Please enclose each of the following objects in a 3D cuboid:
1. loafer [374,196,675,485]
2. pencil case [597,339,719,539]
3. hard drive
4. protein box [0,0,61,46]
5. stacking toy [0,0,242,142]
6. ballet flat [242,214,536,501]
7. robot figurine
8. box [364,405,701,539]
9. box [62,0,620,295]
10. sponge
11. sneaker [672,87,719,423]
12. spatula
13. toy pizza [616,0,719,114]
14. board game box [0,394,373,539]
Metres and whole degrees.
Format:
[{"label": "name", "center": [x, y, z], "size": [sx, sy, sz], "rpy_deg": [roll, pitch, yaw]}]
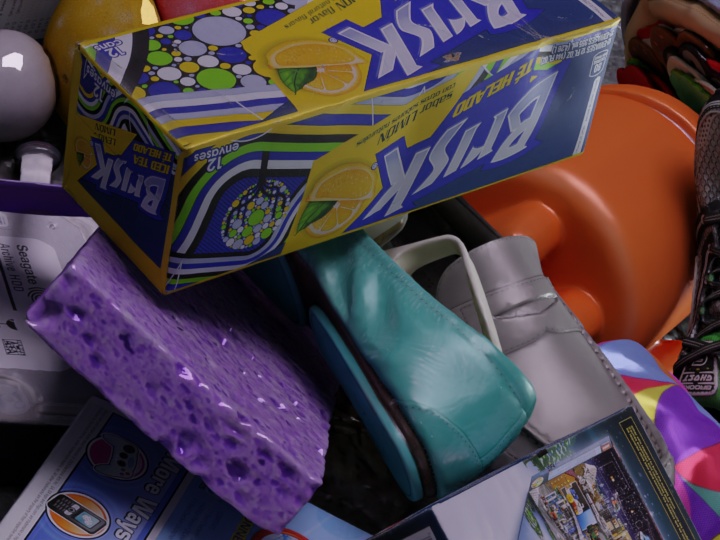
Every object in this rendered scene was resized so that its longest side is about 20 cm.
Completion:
[{"label": "loafer", "center": [0.047, 0.020, 0.914], "size": [0.070, 0.070, 0.200], "rpy_deg": [-19, 47, -37]}, {"label": "pencil case", "center": [0.140, 0.115, 0.926], "size": [0.088, 0.089, 0.200], "rpy_deg": [-10, 46, -42]}, {"label": "hard drive", "center": [-0.171, 0.021, 0.899], "size": [0.199, 0.038, 0.140], "rpy_deg": [6, 37, -28]}, {"label": "protein box", "center": [-0.164, -0.201, 1.070], "size": [0.199, 0.199, 0.135], "rpy_deg": [-15, 50, -46]}, {"label": "stacking toy", "center": [-0.089, -0.095, 1.062], "size": [0.199, 0.147, 0.146], "rpy_deg": [-14, 46, -23]}, {"label": "ballet flat", "center": [0.000, 0.000, 0.886], "size": [0.070, 0.068, 0.200], "rpy_deg": [-28, 55, -14]}, {"label": "robot figurine", "center": [0.097, -0.017, 1.053], "size": [0.144, 0.117, 0.200], "rpy_deg": [33, 33, 17]}, {"label": "box", "center": [0.091, 0.155, 0.785], "size": [0.136, 0.038, 0.201], "rpy_deg": [-18, 79, -55]}, {"label": "box", "center": [-0.004, -0.061, 0.859], "size": [0.199, 0.065, 0.070], "rpy_deg": [-20, 48, -34]}, {"label": "sponge", "center": [-0.057, 0.024, 0.872], "size": [0.111, 0.030, 0.200], "rpy_deg": [41, 10, -6]}, {"label": "sneaker", "center": [0.170, 0.021, 0.995], "size": [0.085, 0.201, 0.078], "rpy_deg": [-14, 8, -40]}, {"label": "spatula", "center": [-0.129, -0.038, 0.950], "size": [0.056, 0.021, 0.200], "rpy_deg": [5, 9, -7]}, {"label": "toy pizza", "center": [0.180, -0.049, 1.125], "size": [0.032, 0.200, 0.200], "rpy_deg": [-35, 57, -10]}, {"label": "board game box", "center": [-0.045, 0.152, 0.776], "size": [0.195, 0.056, 0.200], "rpy_deg": [27, 32, 3]}]
